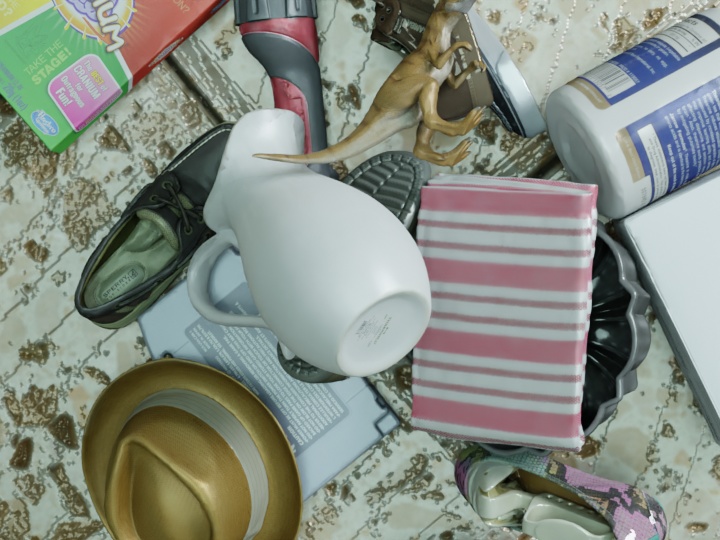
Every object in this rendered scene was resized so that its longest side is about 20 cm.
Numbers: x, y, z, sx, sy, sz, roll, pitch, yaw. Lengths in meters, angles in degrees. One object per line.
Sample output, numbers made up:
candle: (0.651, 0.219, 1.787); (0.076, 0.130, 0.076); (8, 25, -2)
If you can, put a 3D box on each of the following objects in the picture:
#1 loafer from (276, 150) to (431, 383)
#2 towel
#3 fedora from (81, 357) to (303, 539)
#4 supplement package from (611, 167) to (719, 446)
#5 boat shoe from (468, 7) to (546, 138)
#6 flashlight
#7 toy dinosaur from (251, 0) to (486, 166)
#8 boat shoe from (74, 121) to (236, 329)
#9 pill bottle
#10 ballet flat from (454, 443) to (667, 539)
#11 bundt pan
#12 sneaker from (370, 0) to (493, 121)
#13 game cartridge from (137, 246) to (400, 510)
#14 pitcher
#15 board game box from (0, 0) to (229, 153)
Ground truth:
loafer: (0.000, 0.000, 1.438); (0.075, 0.070, 0.200); (24, 81, 29)
towel: (0.108, 0.031, 1.377); (0.146, 0.030, 0.201); (6, 95, 34)
fedora: (-0.143, 0.172, 1.434); (0.200, 0.082, 0.201); (4, 105, 16)
supplement package: (0.308, 0.018, 1.418); (0.155, 0.111, 0.201); (-26, 91, 3)
boat shoe: (0.066, -0.175, 1.445); (0.068, 0.072, 0.200); (-37, 87, 1)
flashlight: (-0.059, -0.126, 1.455); (0.067, 0.068, 0.201); (-3, 92, 22)
toy dinosaur: (0.030, -0.117, 1.336); (0.106, 0.060, 0.200); (39, 83, 15)
boat shoe: (-0.152, -0.034, 1.461); (0.072, 0.066, 0.201); (42, 92, 3)
pill bottle: (0.251, -0.131, 1.410); (0.200, 0.111, 0.111); (-28, 90, -9)
ballet flat: (0.135, 0.178, 1.399); (0.200, 0.071, 0.069); (14, 115, 40)
bundt pan: (0.137, 0.041, 1.416); (0.201, 0.076, 0.203); (-1, 89, 34)
sneaker: (0.036, -0.207, 1.385); (0.075, 0.070, 0.201); (-19, 80, 4)
game cartridge: (-0.080, 0.085, 1.476); (0.133, 0.042, 0.200); (-38, 89, 7)
pitcher: (-0.047, 0.004, 1.362); (0.200, 0.121, 0.172); (49, 120, 36)
board game box: (-0.219, -0.216, 1.473); (0.200, 0.040, 0.153); (-42, 89, 3)
